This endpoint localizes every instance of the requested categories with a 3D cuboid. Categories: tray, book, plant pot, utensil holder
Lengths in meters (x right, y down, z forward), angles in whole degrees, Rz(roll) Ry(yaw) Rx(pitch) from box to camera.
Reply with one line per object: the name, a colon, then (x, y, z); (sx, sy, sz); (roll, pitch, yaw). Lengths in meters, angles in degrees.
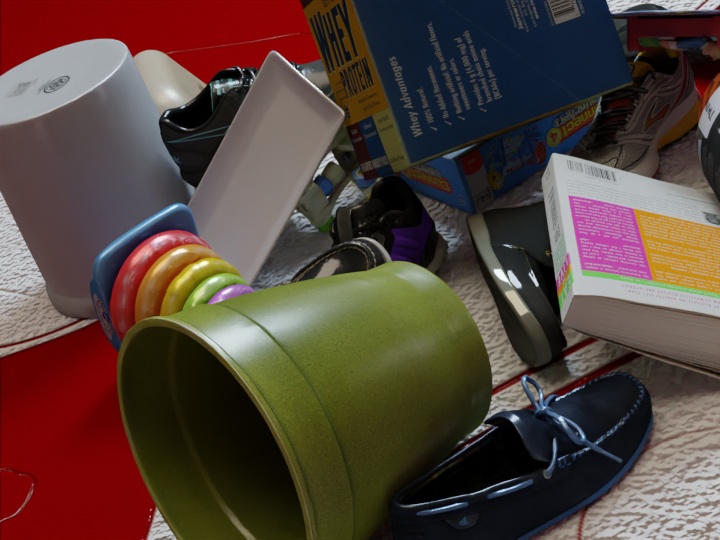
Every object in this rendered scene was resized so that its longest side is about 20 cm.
tray: (-0.085, -0.076, 1.323); (0.107, 0.201, 0.022); (43, 23, 32)
book: (0.199, -0.012, 1.080); (0.133, 0.048, 0.200); (15, 31, -6)
plant pot: (-0.023, 0.086, 1.007); (0.192, 0.201, 0.200); (-27, 27, -34)
utensil holder: (-0.245, -0.087, 1.411); (0.169, 0.201, 0.170); (-15, 30, 9)

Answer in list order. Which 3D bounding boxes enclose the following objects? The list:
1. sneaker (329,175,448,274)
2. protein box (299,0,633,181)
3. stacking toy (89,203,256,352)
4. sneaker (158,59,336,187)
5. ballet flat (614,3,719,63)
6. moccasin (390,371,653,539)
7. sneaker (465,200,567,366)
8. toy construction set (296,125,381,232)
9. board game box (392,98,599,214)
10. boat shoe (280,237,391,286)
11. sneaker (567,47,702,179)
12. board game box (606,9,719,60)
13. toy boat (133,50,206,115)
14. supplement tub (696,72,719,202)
sneaker: (0.000, 0.000, 1.201); (0.069, 0.100, 0.200); (-4, 37, 29)
protein box: (0.076, -0.202, 1.237); (0.199, 0.200, 0.135); (-21, 4, -14)
stacking toy: (-0.113, 0.039, 1.228); (0.199, 0.117, 0.110); (24, 50, 40)
sneaker: (-0.084, -0.145, 1.359); (0.199, 0.079, 0.076); (-29, 39, 7)
ballet flat: (0.292, -0.210, 1.434); (0.200, 0.057, 0.067); (14, 72, 53)
moccasin: (0.106, 0.119, 0.966); (0.200, 0.068, 0.080); (-36, 32, -24)
sneaker: (0.145, -0.007, 1.147); (0.106, 0.075, 0.200); (-19, 28, 3)
toy construction set: (-0.062, -0.101, 1.423); (0.131, 0.092, 0.200); (-44, 28, -10)
board game box: (0.112, -0.146, 1.421); (0.195, 0.056, 0.200); (-33, 31, -20)
boat shoe: (-0.061, 0.049, 1.126); (0.200, 0.060, 0.074); (-41, 67, 10)
sneaker: (0.217, -0.127, 1.289); (0.078, 0.082, 0.200); (3, 36, 37)
board game box: (0.269, -0.186, 1.236); (0.157, 0.039, 0.200); (-2, 7, -17)
toy boat: (-0.200, -0.133, 1.569); (0.131, 0.130, 0.200); (-49, 27, 11)
supplement tub: (0.312, -0.075, 1.100); (0.122, 0.123, 0.200); (-18, 29, 5)
